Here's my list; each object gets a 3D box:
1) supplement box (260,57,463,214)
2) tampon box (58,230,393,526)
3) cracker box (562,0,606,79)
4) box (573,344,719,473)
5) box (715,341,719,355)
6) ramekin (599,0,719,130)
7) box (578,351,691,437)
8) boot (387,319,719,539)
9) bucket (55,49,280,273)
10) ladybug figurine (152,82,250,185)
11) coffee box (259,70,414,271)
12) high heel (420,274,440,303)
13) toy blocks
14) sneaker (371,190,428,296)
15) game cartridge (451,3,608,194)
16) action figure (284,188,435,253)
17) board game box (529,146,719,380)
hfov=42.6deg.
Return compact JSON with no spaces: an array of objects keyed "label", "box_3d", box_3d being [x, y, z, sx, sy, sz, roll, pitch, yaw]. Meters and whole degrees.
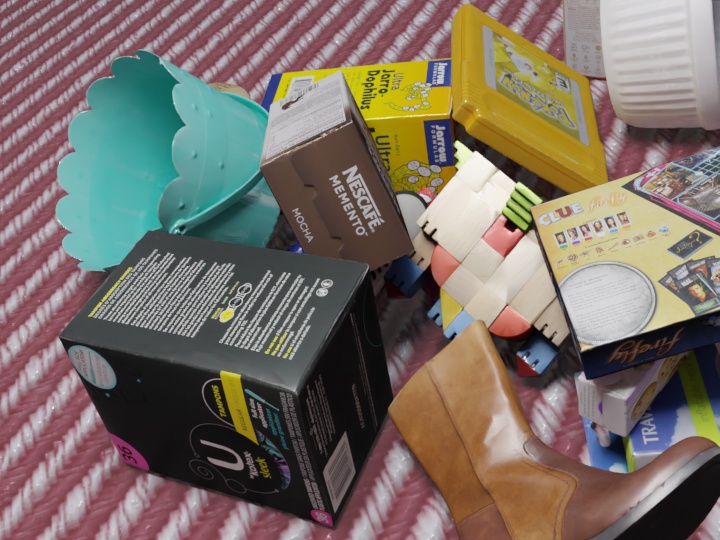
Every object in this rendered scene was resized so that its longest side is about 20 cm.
[{"label":"supplement box","box_3d":[0.003,-0.136,0.950,0.197,0.110,0.110,-3,41,11]},{"label":"tampon box","box_3d":[-0.095,0.077,0.703,0.197,0.151,0.127,9,44,24]},{"label":"cracker box","box_3d":[0.273,-0.339,1.040,0.057,0.202,0.134,13,46,27]},{"label":"box","box_3d":[0.262,0.095,0.670,0.197,0.048,0.123,-6,40,8]},{"label":"box","box_3d":[0.299,-0.009,0.634,0.142,0.036,0.202,-18,46,13]},{"label":"ramekin","box_3d":[0.307,-0.238,0.927,0.104,0.202,0.201,-3,40,25]},{"label":"box","box_3d":[0.227,0.038,0.677,0.038,0.042,0.200,24,50,35]},{"label":"boot","box_3d":[0.122,0.113,0.621,0.189,0.068,0.201,-47,43,22]},{"label":"bucket","box_3d":[-0.173,-0.085,0.853,0.205,0.134,0.210,-14,69,41]},{"label":"ladybug figurine","box_3d":[-0.195,-0.139,1.033,0.135,0.073,0.200,22,52,35]},{"label":"coffee box","box_3d":[-0.022,-0.082,0.768,0.079,0.114,0.200,-24,22,6]},{"label":"high heel","box_3d":[0.141,-0.031,0.831,0.199,0.068,0.096,-39,56,-9]},{"label":"toy blocks","box_3d":[0.108,0.008,0.740,0.200,0.100,0.137,42,94,18]},{"label":"sneaker","box_3d":[0.000,0.000,0.808,0.200,0.074,0.080,-46,11,-25]},{"label":"game cartridge","box_3d":[0.169,-0.170,0.927,0.175,0.033,0.201,26,38,-18]},{"label":"action figure","box_3d":[-0.015,-0.034,0.890,0.198,0.052,0.065,-23,36,-14]},{"label":"board game box","box_3d":[0.226,-0.017,0.618,0.197,0.035,0.137,-17,46,9]}]
